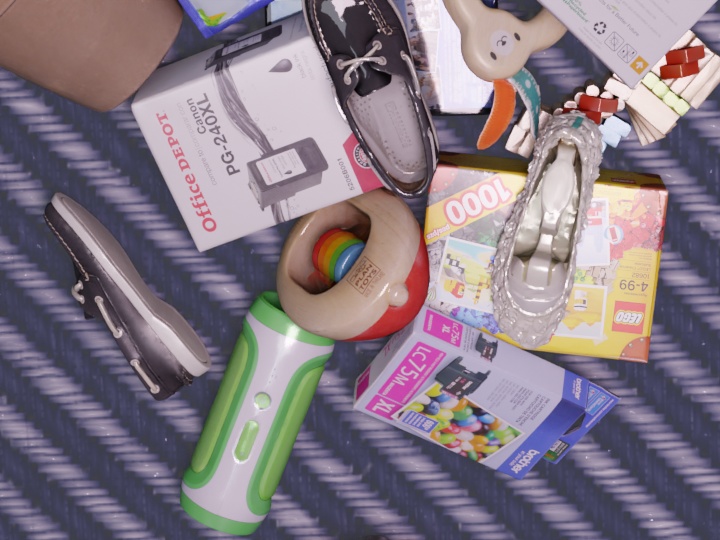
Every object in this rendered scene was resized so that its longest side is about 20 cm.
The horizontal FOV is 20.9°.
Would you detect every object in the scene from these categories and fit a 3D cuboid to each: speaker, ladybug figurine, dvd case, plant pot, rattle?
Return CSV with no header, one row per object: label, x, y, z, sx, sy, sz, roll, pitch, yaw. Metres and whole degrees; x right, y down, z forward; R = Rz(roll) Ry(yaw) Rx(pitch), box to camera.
speaker,-0.089,0.123,1.692,0.088,0.088,0.202,22,102,-1
ladybug figurine,0.000,0.000,1.615,0.072,0.200,0.136,37,93,-28
dvd case,0.018,-0.201,1.651,0.198,0.018,0.144,-1,103,4
plant pot,-0.245,-0.223,1.595,0.174,0.201,0.200,40,103,-23
rattle,0.137,-0.210,1.553,0.129,0.142,0.202,18,69,-34

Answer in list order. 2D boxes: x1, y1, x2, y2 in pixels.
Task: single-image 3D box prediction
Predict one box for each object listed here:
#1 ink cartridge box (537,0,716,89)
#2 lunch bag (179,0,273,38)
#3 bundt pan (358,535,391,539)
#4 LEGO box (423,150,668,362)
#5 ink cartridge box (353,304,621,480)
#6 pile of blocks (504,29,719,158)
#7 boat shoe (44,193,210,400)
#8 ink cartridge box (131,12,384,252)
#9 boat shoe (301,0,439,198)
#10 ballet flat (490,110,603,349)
ink cartridge box,0.205,-0.277,1.487,0.197,0.047,0.200,41,103,-11
lunch bag,-0.105,-0.314,1.582,0.169,0.128,0.201,-28,100,12
bundt pan,0.013,0.324,1.731,0.200,0.076,0.204,1,103,4
LEGO box,0.150,-0.013,1.650,0.198,0.077,0.151,6,102,3
ink cartridge box,0.107,0.111,1.653,0.198,0.042,0.120,23,136,-15
pile of blocks,0.215,-0.133,1.628,0.199,0.062,0.083,-26,99,9
boat shoe,-0.213,0.024,1.685,0.060,0.074,0.200,-37,104,9
ink cartridge box,-0.072,-0.120,1.622,0.198,0.084,0.146,-20,112,11
boat shoe,0.009,-0.148,1.522,0.073,0.060,0.201,-17,115,9
ballet flat,0.147,-0.030,1.574,0.071,0.072,0.202,12,103,2
